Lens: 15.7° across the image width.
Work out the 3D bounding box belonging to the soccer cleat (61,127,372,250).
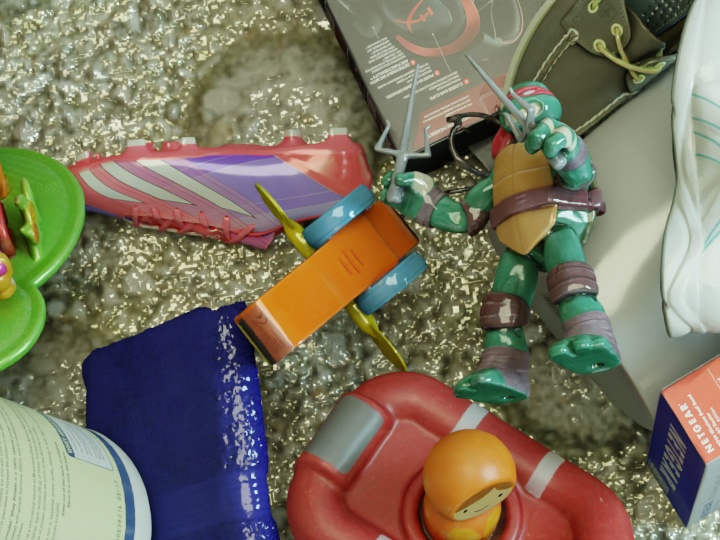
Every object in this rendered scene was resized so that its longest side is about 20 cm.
[{"bbox_3d":[-0.091,-0.045,1.596,0.198,0.067,0.077,-5,90,3],"label":"soccer cleat"}]

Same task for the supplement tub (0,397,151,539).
[{"bbox_3d":[-0.230,0.138,1.465,0.144,0.200,0.146,-16,63,34],"label":"supplement tub"}]

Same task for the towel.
[{"bbox_3d":[-0.099,0.131,1.525,0.147,0.049,0.202,-20,73,43],"label":"towel"}]

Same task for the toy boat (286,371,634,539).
[{"bbox_3d":[0.059,0.131,1.444,0.199,0.131,0.131,31,67,11],"label":"toy boat"}]

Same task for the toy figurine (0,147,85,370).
[{"bbox_3d":[-0.251,-0.067,1.481,0.149,0.185,0.201,-16,42,1],"label":"toy figurine"}]

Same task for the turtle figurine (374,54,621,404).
[{"bbox_3d":[0.087,-0.036,1.408,0.100,0.150,0.201,6,66,-30],"label":"turtle figurine"}]

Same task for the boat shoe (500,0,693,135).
[{"bbox_3d":[0.158,-0.147,1.492,0.072,0.060,0.202,37,101,-25],"label":"boat shoe"}]

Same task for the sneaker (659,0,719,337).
[{"bbox_3d":[0.205,-0.060,1.409,0.080,0.070,0.202,1,76,11],"label":"sneaker"}]

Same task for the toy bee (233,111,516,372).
[{"bbox_3d":[0.000,0.000,1.523,0.199,0.109,0.132,-16,79,-27],"label":"toy bee"}]

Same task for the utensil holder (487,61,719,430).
[{"bbox_3d":[0.198,-0.029,1.520,0.200,0.170,0.170,-39,77,-6],"label":"utensil holder"}]

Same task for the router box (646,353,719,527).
[{"bbox_3d":[0.253,0.065,1.475,0.179,0.200,0.049,-30,75,-5],"label":"router box"}]

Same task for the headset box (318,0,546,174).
[{"bbox_3d":[0.058,-0.160,1.600,0.148,0.075,0.201,-26,79,-1],"label":"headset box"}]
